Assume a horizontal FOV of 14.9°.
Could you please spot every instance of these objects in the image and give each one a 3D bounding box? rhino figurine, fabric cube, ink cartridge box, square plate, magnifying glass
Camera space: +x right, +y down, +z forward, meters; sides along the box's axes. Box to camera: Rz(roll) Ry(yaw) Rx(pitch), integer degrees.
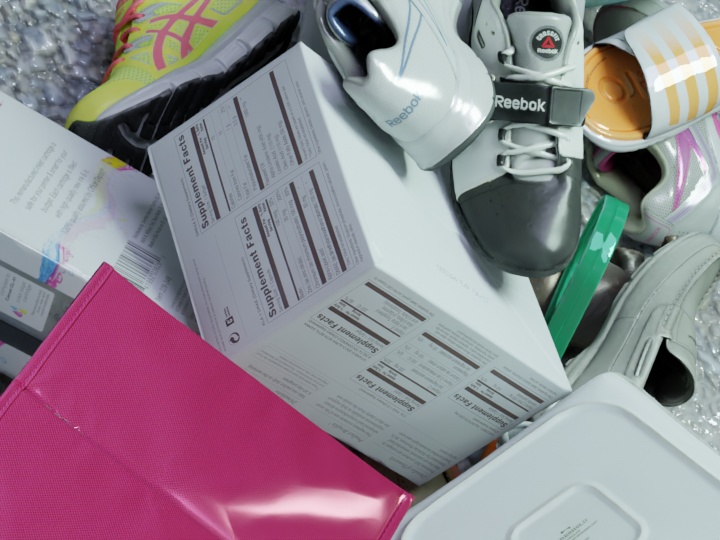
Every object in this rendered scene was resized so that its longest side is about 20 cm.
[{"bbox_3d":[0.117,0.008,1.726,0.199,0.060,0.088,11,63,-20],"label":"rhino figurine"},{"bbox_3d":[-0.130,0.161,1.382,0.199,0.196,0.200,38,47,-4],"label":"fabric cube"},{"bbox_3d":[-0.164,-0.005,1.515,0.200,0.086,0.148,29,26,-3],"label":"ink cartridge box"},{"bbox_3d":[0.115,0.144,1.427,0.200,0.029,0.198,-34,43,-18],"label":"square plate"},{"bbox_3d":[0.111,0.047,1.650,0.022,0.080,0.201,24,81,-1],"label":"magnifying glass"}]

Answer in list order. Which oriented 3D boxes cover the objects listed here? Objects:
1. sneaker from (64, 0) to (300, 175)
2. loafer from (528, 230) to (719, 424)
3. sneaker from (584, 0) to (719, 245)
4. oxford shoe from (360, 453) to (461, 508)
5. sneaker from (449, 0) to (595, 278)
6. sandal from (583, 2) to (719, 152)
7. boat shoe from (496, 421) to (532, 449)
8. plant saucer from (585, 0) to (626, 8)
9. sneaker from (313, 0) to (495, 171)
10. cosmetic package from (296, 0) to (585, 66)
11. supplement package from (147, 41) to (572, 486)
[{"bbox_3d":[-0.125,-0.126,1.675,0.090,0.078,0.200,39,41,10],"label":"sneaker"},{"bbox_3d":[0.172,0.054,1.652,0.070,0.070,0.200,26,55,21],"label":"loafer"},{"bbox_3d":[0.191,-0.100,1.831,0.088,0.081,0.200,-1,57,-30],"label":"sneaker"},{"bbox_3d":[0.031,0.144,1.591,0.075,0.071,0.201,-10,64,-4],"label":"oxford shoe"},{"bbox_3d":[0.088,-0.097,1.505,0.074,0.089,0.201,0,66,-6],"label":"sneaker"},{"bbox_3d":[0.219,-0.141,1.789,0.206,0.059,0.079,-21,70,-31],"label":"sandal"},{"bbox_3d":[0.127,0.133,1.512,0.072,0.069,0.200,-4,16,-17],"label":"boat shoe"},{"bbox_3d":[0.157,-0.197,1.830,0.201,0.201,0.039,-15,99,-37],"label":"plant saucer"},{"bbox_3d":[0.013,-0.143,1.501,0.087,0.074,0.200,33,23,-36],"label":"sneaker"},{"bbox_3d":[0.045,-0.127,1.676,0.164,0.165,0.200,10,49,0],"label":"cosmetic package"},{"bbox_3d":[0.000,0.000,1.504,0.200,0.111,0.156,34,30,-49],"label":"supplement package"}]
